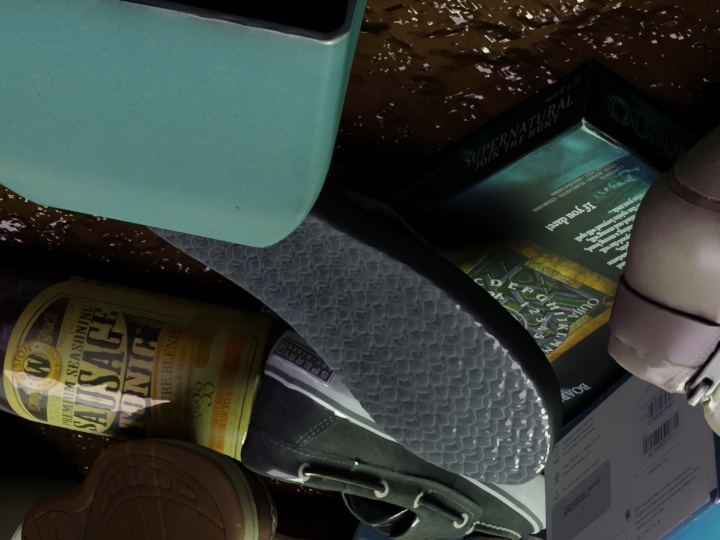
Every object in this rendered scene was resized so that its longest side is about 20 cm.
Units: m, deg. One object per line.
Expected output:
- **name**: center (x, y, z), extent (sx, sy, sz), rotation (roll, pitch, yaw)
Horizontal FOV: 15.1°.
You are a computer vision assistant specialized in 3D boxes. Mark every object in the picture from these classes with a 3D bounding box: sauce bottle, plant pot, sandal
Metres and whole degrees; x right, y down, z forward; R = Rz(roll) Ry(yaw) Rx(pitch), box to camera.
- **sauce bottle**: center (-0.121, 0.035, 1.130), extent (0.198, 0.066, 0.066), rotation (9, 148, 3)
- **plant pot**: center (-0.060, -0.094, 0.843), extent (0.140, 0.142, 0.200), rotation (11, 155, 4)
- **sandal**: center (0.000, -0.001, 1.012), extent (0.200, 0.043, 0.076), rotation (40, 134, 6)

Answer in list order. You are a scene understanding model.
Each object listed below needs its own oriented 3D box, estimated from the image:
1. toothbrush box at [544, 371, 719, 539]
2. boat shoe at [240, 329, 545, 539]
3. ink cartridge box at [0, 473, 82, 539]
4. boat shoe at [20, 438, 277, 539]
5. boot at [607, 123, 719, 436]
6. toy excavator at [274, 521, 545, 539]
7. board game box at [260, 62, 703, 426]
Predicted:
- **toothbrush box**: center (0.190, 0.096, 1.065), extent (0.199, 0.086, 0.146), rotation (13, 150, -18)
- **boat shoe**: center (0.015, 0.082, 1.121), extent (0.068, 0.057, 0.200), rotation (24, 175, 39)
- **ink cartridge box**: center (-0.231, 0.120, 1.223), extent (0.160, 0.051, 0.200), rotation (6, -178, 12)
- **boat shoe**: center (-0.076, 0.109, 1.142), extent (0.072, 0.073, 0.200), rotation (-9, 169, -30)
- **boot**: center (0.189, 0.015, 0.931), extent (0.199, 0.070, 0.147), rotation (32, 115, 2)
- **toy excavator**: center (0.004, 0.147, 1.245), extent (0.199, 0.100, 0.195), rotation (2, 146, 33)
- **board game box**: center (0.072, 0.002, 1.043), extent (0.135, 0.028, 0.200), rotation (30, 144, -26)
